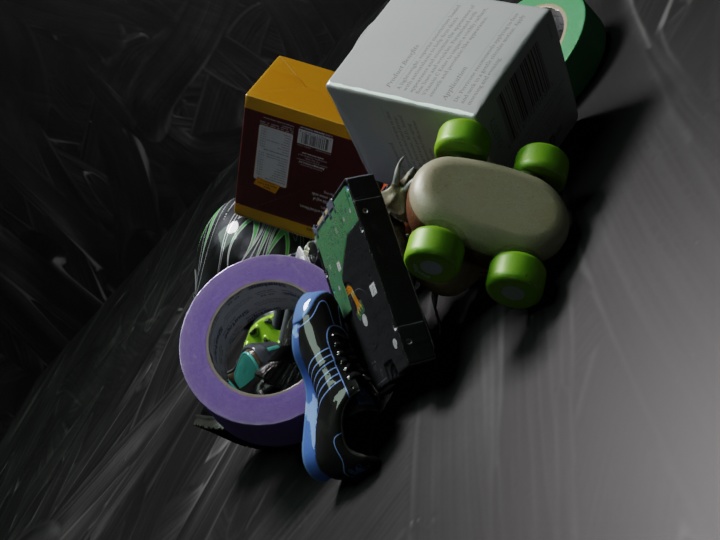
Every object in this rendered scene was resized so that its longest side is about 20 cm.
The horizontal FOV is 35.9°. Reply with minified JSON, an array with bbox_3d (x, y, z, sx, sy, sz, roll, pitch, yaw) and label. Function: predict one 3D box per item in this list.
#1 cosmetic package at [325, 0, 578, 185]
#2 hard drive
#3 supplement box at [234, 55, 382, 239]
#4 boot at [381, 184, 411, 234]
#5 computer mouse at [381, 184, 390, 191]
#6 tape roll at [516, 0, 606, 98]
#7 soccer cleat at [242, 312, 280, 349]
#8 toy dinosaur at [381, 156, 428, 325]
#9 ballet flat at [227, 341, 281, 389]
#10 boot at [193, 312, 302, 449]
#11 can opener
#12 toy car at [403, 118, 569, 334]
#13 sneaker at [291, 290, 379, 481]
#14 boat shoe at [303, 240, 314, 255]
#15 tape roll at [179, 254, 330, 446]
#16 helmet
[{"bbox_3d":[0.104,-0.187,1.224,0.199,0.165,0.165,20,63,35],"label":"cosmetic package"},{"bbox_3d":[0.010,0.019,1.142,0.038,0.201,0.140,-13,-17,-23],"label":"hard drive"},{"bbox_3d":[-0.059,-0.165,1.586,0.133,0.196,0.201,-61,-14,-51],"label":"supplement box"},{"bbox_3d":[0.047,-0.084,1.502,0.107,0.075,0.200,-54,15,12],"label":"boot"},{"bbox_3d":[0.000,0.000,1.388,0.139,0.053,0.201,-47,-17,-46],"label":"computer mouse"},{"bbox_3d":[0.208,-0.257,1.380,0.200,0.048,0.201,-34,36,28],"label":"tape roll"},{"bbox_3d":[-0.101,0.061,1.615,0.201,0.067,0.081,-57,-15,11],"label":"soccer cleat"},{"bbox_3d":[0.032,-0.010,1.195,0.102,0.076,0.201,82,-175,-73],"label":"toy dinosaur"},{"bbox_3d":[-0.153,0.153,1.538,0.200,0.073,0.073,-51,10,50],"label":"ballet flat"},{"bbox_3d":[-0.111,0.135,1.368,0.210,0.079,0.159,-9,57,46],"label":"boot"},{"bbox_3d":[-0.073,0.034,1.414,0.200,0.066,0.053,114,139,-55],"label":"can opener"},{"bbox_3d":[0.111,-0.019,1.119,0.200,0.157,0.165,106,-179,-58],"label":"toy car"},{"bbox_3d":[-0.019,0.112,1.133,0.078,0.070,0.201,-19,69,37],"label":"sneaker"},{"bbox_3d":[-0.047,-0.017,1.483,0.201,0.062,0.072,-57,9,26],"label":"boat shoe"},{"bbox_3d":[-0.098,0.090,1.252,0.201,0.199,0.085,-56,-20,-17],"label":"tape roll"},{"bbox_3d":[-0.157,-0.022,1.698,0.200,0.199,0.192,-100,34,-70],"label":"helmet"}]
